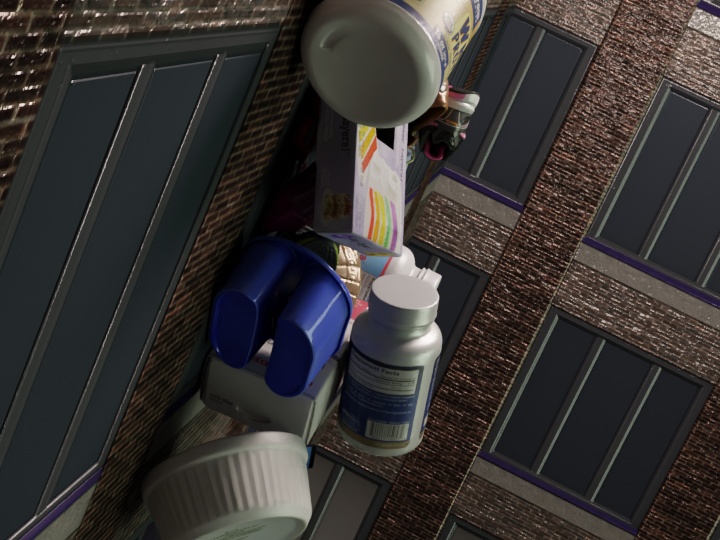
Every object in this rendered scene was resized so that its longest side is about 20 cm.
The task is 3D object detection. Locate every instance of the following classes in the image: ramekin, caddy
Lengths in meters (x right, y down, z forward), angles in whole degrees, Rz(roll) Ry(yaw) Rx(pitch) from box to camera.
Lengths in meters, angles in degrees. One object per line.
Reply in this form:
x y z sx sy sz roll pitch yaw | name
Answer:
-0.147 0.268 1.560 0.203 0.200 0.095 105 -29 -62 | ramekin
-0.085 0.046 1.500 0.105 0.141 0.201 -56 172 -33 | caddy

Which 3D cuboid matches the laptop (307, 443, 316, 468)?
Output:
-0.171 0.399 2.444 0.201 0.103 0.178 -62 174 -21 | laptop

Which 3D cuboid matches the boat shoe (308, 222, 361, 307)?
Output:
-0.045 -0.018 1.683 0.065 0.071 0.202 -35 -130 49 | boat shoe

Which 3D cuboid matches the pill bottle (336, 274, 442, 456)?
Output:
0.037 0.112 1.627 0.111 0.110 0.202 -54 157 -59 | pill bottle

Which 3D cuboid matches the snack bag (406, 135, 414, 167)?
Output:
0.048 -0.197 1.908 0.189 0.021 0.202 110 -16 -58 | snack bag

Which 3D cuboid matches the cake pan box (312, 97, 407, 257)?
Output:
0.004 -0.124 1.506 0.184 0.052 0.202 29 63 -71 | cake pan box

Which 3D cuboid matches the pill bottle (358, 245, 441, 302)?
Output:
0.000 0.000 1.774 0.109 0.199 0.109 -63 175 -10 | pill bottle

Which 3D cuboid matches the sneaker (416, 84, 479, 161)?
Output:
0.100 -0.186 1.809 0.200 0.080 0.087 110 -2 -84 | sneaker

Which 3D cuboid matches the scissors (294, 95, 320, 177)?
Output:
-0.061 -0.133 1.568 0.074 0.014 0.200 -61 173 -28 | scissors

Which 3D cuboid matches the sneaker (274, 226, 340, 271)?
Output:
-0.075 -0.022 1.579 0.200 0.073 0.082 -27 -135 63 | sneaker

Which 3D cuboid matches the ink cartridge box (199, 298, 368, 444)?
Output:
-0.089 0.100 1.658 0.200 0.144 0.085 -59 167 -48 | ink cartridge box

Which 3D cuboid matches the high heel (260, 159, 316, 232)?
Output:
-0.053 -0.098 1.584 0.096 0.068 0.200 -27 -176 21 | high heel

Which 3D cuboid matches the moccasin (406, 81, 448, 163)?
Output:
0.045 -0.184 1.750 0.201 0.073 0.078 -30 -120 41 | moccasin

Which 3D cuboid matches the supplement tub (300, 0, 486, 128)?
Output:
0.041 -0.251 1.335 0.201 0.143 0.145 -59 173 -40 | supplement tub
